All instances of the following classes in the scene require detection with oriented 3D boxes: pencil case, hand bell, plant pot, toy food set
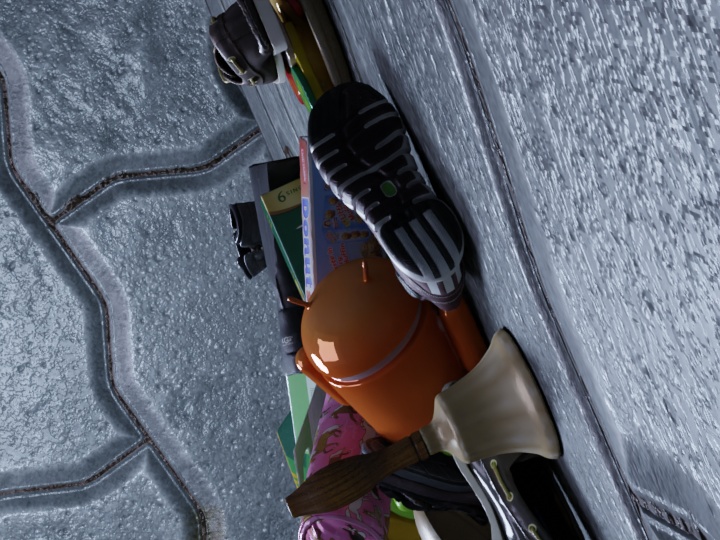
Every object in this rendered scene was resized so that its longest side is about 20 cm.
[{"bbox_3d":[-0.003,0.178,1.518,0.201,0.082,0.087,-80,-15,-49],"label":"pencil case"},{"bbox_3d":[0.036,0.131,1.235,0.104,0.198,0.105,156,90,-86],"label":"hand bell"},{"bbox_3d":[0.117,0.270,1.553,0.200,0.028,0.200,40,-165,-13],"label":"plant pot"},{"bbox_3d":[-0.061,-0.227,1.535,0.198,0.048,0.202,-144,30,-82],"label":"toy food set"}]

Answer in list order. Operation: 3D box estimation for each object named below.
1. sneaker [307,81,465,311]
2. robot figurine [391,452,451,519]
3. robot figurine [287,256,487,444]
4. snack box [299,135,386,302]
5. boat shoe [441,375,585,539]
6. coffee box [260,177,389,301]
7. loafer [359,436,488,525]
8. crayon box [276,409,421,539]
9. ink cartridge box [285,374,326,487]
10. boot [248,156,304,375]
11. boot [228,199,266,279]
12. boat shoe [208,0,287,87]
[{"bbox_3d":[0.024,-0.046,1.301,0.201,0.075,0.116,63,178,34],"label":"sneaker"},{"bbox_3d":[0.059,0.183,1.787,0.175,0.116,0.201,32,-161,-28],"label":"robot figurine"},{"bbox_3d":[0.029,0.068,1.400,0.200,0.117,0.143,47,165,-33],"label":"robot figurine"},{"bbox_3d":[-0.013,-0.017,1.461,0.024,0.071,0.203,-168,75,-68],"label":"snack box"},{"bbox_3d":[0.123,0.162,1.300,0.071,0.060,0.203,11,-133,-45],"label":"boat shoe"},{"bbox_3d":[0.000,0.000,1.523,0.044,0.122,0.202,98,149,-84],"label":"coffee box"},{"bbox_3d":[0.066,0.193,1.473,0.199,0.063,0.072,14,-161,-46],"label":"loafer"},{"bbox_3d":[-0.004,0.238,1.819,0.125,0.052,0.201,17,-149,-32],"label":"crayon box"},{"bbox_3d":[-0.052,0.147,1.730,0.147,0.047,0.201,84,-158,-46],"label":"ink cartridge box"},{"bbox_3d":[-0.024,-0.009,1.609,0.164,0.065,0.203,-3,-101,-47],"label":"boot"},{"bbox_3d":[-0.062,-0.024,1.711,0.201,0.130,0.070,70,174,-46],"label":"boot"},{"bbox_3d":[-0.101,-0.196,1.474,0.200,0.059,0.073,153,92,-86],"label":"boat shoe"}]
